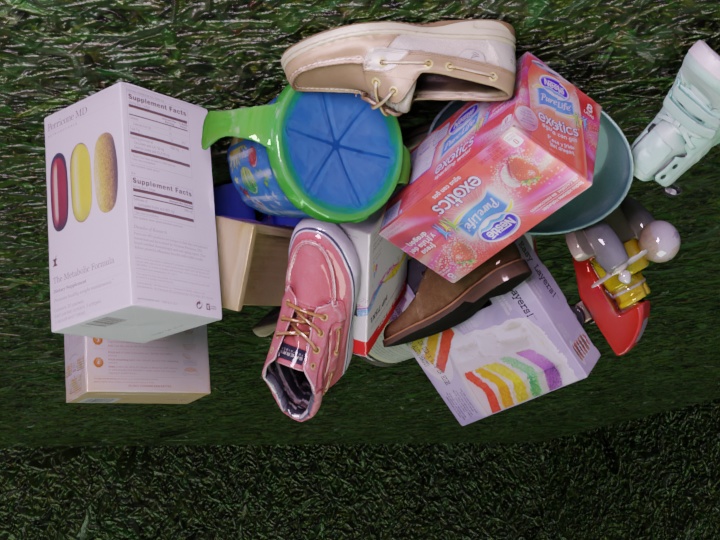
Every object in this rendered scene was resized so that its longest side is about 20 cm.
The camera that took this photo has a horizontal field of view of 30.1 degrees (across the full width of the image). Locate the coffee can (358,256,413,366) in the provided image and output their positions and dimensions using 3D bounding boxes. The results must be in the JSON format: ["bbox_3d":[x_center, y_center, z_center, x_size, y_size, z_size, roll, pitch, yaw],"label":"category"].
[{"bbox_3d":[0.085,0.032,1.719,0.145,0.148,0.199,7,161,-41],"label":"coffee can"}]

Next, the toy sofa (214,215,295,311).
[{"bbox_3d":[-0.109,-0.009,1.314,0.097,0.084,0.200,14,-177,24],"label":"toy sofa"}]

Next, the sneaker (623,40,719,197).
[{"bbox_3d":[0.298,-0.132,1.232,0.118,0.074,0.200,-43,162,2],"label":"sneaker"}]

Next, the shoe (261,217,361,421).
[{"bbox_3d":[-0.048,0.051,1.273,0.071,0.091,0.201,15,134,17],"label":"shoe"}]

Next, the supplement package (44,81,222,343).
[{"bbox_3d":[-0.205,-0.048,1.197,0.113,0.202,0.109,-17,161,36],"label":"supplement package"}]

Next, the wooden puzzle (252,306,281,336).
[{"bbox_3d":[-0.038,0.013,1.585,0.185,0.037,0.200,-41,-178,-15],"label":"wooden puzzle"}]

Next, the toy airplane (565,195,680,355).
[{"bbox_3d":[0.274,-0.037,1.443,0.140,0.201,0.200,-9,137,28],"label":"toy airplane"}]

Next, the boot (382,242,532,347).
[{"bbox_3d":[0.087,0.016,1.371,0.073,0.076,0.200,-12,161,-49],"label":"boot"}]

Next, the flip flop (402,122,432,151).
[{"bbox_3d":[0.042,-0.100,1.377,0.199,0.058,0.081,-16,162,34],"label":"flip flop"}]

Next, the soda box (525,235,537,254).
[{"bbox_3d":[0.186,0.021,1.599,0.063,0.202,0.068,-10,-172,11],"label":"soda box"}]

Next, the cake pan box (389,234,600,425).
[{"bbox_3d":[0.130,0.052,1.430,0.183,0.201,0.052,-26,-168,37],"label":"cake pan box"}]

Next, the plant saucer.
[{"bbox_3d":[0.162,-0.115,1.279,0.198,0.036,0.201,9,140,8],"label":"plant saucer"}]

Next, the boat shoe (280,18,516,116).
[{"bbox_3d":[0.034,-0.165,1.110,0.198,0.067,0.074,-6,165,1],"label":"boat shoe"}]

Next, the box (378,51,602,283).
[{"bbox_3d":[0.117,-0.090,1.217,0.094,0.103,0.200,32,137,-19],"label":"box"}]

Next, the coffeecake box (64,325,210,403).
[{"bbox_3d":[-0.260,0.048,1.545,0.152,0.202,0.073,4,164,-32],"label":"coffeecake box"}]

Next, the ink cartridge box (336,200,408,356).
[{"bbox_3d":[0.000,0.000,1.354,0.067,0.116,0.201,16,133,17],"label":"ink cartridge box"}]

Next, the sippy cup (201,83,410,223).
[{"bbox_3d":[-0.051,-0.105,1.209,0.178,0.140,0.130,50,150,-20],"label":"sippy cup"}]

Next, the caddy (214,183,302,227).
[{"bbox_3d":[-0.117,-0.024,1.507,0.140,0.106,0.200,-3,165,-14],"label":"caddy"}]
